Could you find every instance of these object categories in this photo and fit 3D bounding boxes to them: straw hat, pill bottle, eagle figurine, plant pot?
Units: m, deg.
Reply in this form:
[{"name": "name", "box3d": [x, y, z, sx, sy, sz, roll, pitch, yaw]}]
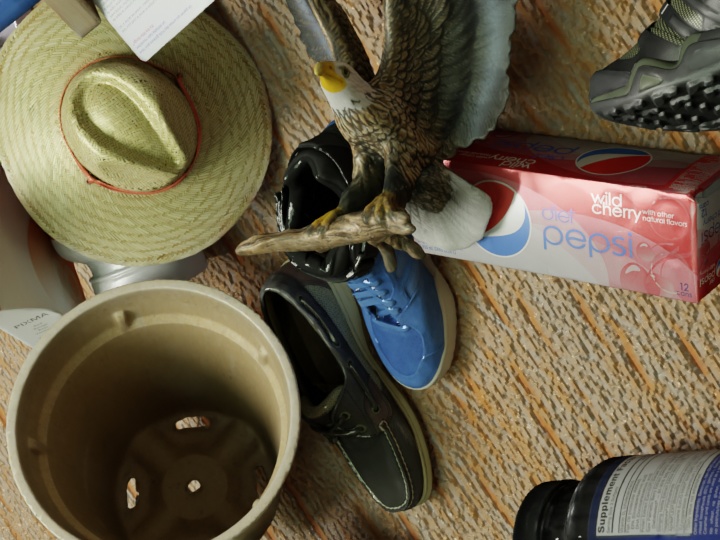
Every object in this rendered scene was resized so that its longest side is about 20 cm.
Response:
[{"name": "straw hat", "box3d": [-0.154, -0.096, 1.123, 0.085, 0.200, 0.202, -147, 34, -80]}, {"name": "pill bottle", "box3d": [-0.187, -0.078, 1.221, 0.112, 0.112, 0.201, -15, 101, 43]}, {"name": "eagle figurine", "box3d": [0.010, -0.110, 0.981, 0.151, 0.151, 0.201, 108, 167, -74]}, {"name": "pill bottle", "box3d": [0.196, 0.166, 1.027, 0.199, 0.112, 0.112, -11, 104, 42]}, {"name": "plant pot", "box3d": [-0.133, 0.134, 1.216, 0.200, 0.200, 0.184, 39, 165, 18]}]

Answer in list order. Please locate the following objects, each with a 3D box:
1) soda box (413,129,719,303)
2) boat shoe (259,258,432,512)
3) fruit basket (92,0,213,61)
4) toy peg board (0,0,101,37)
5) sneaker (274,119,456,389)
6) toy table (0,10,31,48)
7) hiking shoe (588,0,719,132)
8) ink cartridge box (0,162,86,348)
[{"name": "soda box", "box3d": [0.126, -0.037, 1.017, 0.199, 0.063, 0.070, 11, 118, 36]}, {"name": "boat shoe", "box3d": [-0.017, 0.087, 1.194, 0.072, 0.066, 0.202, -18, 99, 42]}, {"name": "fruit basket", "box3d": [-0.143, -0.248, 1.021, 0.200, 0.094, 0.185, 48, 137, -10]}, {"name": "toy peg board", "box3d": [-0.284, -0.242, 1.104, 0.098, 0.200, 0.199, -37, 41, 9]}, {"name": "sneaker", "box3d": [-0.001, 0.000, 1.106, 0.076, 0.111, 0.201, 7, 116, 37]}, {"name": "toy table", "box3d": [-0.328, -0.158, 1.295, 0.183, 0.117, 0.201, -15, 102, 43]}, {"name": "hiking shoe", "box3d": [0.200, -0.142, 0.906, 0.200, 0.075, 0.101, -24, 62, 47]}, {"name": "ink cartridge box", "box3d": [-0.259, -0.041, 1.189, 0.050, 0.200, 0.163, -22, 71, 2]}]
